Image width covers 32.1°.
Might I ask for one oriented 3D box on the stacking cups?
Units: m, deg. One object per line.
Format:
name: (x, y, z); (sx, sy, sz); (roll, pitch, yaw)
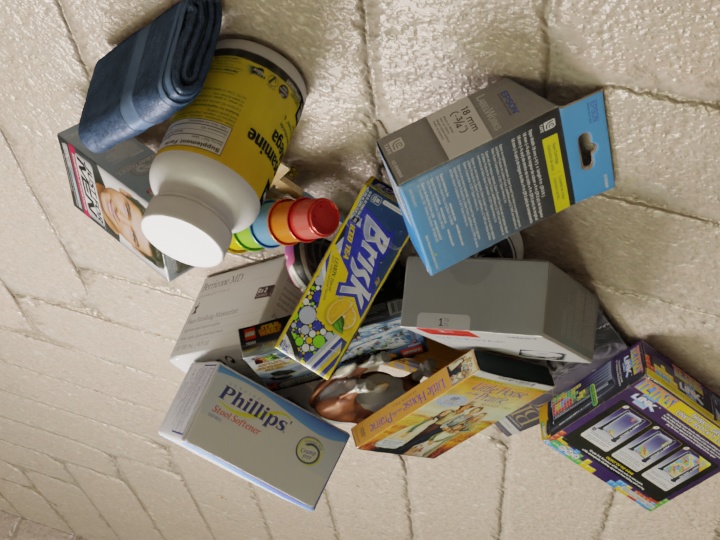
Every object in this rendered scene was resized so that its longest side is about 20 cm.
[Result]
stacking cups: (-0.086, -0.049, 1.359); (0.060, 0.061, 0.199); (38, 160, -29)

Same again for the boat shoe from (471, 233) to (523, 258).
boat shoe: (0.108, -0.042, 1.285); (0.071, 0.069, 0.200); (3, 147, 32)

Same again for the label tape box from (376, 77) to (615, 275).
label tape box: (0.127, -0.097, 1.150); (0.197, 0.064, 0.145); (-26, 144, -1)

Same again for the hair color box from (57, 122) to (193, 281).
hair color box: (-0.249, -0.082, 1.368); (0.199, 0.060, 0.100); (33, 142, 38)

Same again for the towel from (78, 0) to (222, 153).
towel: (-0.203, -0.184, 1.208); (0.048, 0.113, 0.199); (26, 154, -32)

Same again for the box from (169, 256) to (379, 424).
box: (-0.105, 0.101, 1.630); (0.199, 0.132, 0.197); (38, 148, -28)

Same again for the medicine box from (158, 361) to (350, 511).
medicine box: (-0.134, 0.197, 1.517); (0.180, 0.104, 0.200); (30, 169, -13)

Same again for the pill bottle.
pill bottle: (-0.133, -0.110, 1.192); (0.111, 0.202, 0.113); (16, 153, 9)

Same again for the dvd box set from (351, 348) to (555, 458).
dvd box set: (0.106, 0.158, 1.435); (0.145, 0.030, 0.199); (15, 139, -45)

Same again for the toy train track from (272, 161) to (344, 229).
toy train track: (-0.058, -0.089, 1.346); (0.199, 0.033, 0.115); (36, 162, -10)

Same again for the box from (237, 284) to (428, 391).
box: (-0.027, 0.080, 1.427); (0.197, 0.040, 0.137); (-15, 156, 4)

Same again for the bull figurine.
bull figurine: (0.037, 0.148, 1.484); (0.197, 0.066, 0.121); (3, 149, -34)

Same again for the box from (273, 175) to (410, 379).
box: (-0.011, 0.007, 1.305); (0.069, 0.202, 0.064); (30, -165, 1)

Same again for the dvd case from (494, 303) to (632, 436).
dvd case: (0.222, 0.121, 1.464); (0.198, 0.016, 0.149); (-26, 133, 23)

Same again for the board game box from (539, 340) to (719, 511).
board game box: (0.337, 0.187, 1.477); (0.199, 0.057, 0.165); (34, 125, -26)

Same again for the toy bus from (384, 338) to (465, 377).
toy bus: (0.097, 0.095, 1.543); (0.197, 0.066, 0.079); (15, 153, 12)

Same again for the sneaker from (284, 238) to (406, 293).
sneaker: (0.000, 0.000, 1.423); (0.087, 0.075, 0.199); (-24, 145, 36)

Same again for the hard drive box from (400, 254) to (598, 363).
hard drive box: (0.151, 0.042, 1.317); (0.153, 0.078, 0.199); (3, 169, 26)
